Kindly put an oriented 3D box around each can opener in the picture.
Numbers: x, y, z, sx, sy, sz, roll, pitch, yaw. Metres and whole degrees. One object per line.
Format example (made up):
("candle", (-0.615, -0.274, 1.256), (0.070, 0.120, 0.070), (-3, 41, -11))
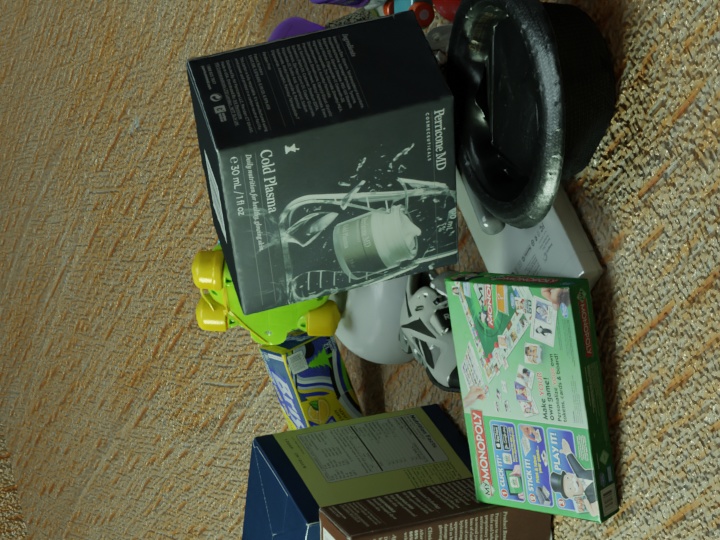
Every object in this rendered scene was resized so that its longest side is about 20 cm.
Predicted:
("can opener", (0.096, -0.119, 1.524), (0.067, 0.053, 0.201), (57, -167, -67))

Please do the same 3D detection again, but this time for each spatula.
("spatula", (0.000, -0.180, 1.665), (0.057, 0.199, 0.021), (-60, -12, -12))

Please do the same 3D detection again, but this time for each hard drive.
("hard drive", (0.136, -0.044, 1.532), (0.132, 0.027, 0.201), (116, 139, -51))

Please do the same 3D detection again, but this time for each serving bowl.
("serving bowl", (0.000, 0.000, 1.802), (0.200, 0.066, 0.201), (33, 127, 58))

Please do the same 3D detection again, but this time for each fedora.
("fedora", (0.143, -0.137, 1.406), (0.200, 0.091, 0.201), (168, 90, -68))

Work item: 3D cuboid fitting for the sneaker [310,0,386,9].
("sneaker", (-0.004, -0.285, 1.548), (0.200, 0.083, 0.081), (115, 141, -59))

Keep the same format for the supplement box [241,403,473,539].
("supplement box", (0.004, 0.257, 1.710), (0.134, 0.199, 0.201), (-128, 37, -48))

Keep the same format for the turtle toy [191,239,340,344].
("turtle toy", (-0.090, 0.009, 1.778), (0.200, 0.145, 0.101), (93, 180, -57))

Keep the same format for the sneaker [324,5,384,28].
("sneaker", (-0.029, -0.205, 1.769), (0.200, 0.088, 0.077), (126, 130, -58))

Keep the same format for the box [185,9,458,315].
("box", (-0.028, -0.089, 1.499), (0.200, 0.196, 0.124), (84, 168, -47))

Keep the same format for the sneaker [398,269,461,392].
("sneaker", (0.086, 0.050, 1.616), (0.200, 0.074, 0.089), (-146, 50, -59))

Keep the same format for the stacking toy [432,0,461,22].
("stacking toy", (0.081, -0.311, 1.522), (0.085, 0.085, 0.201), (23, 126, 62))

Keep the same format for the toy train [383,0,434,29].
("toy train", (0.037, -0.285, 1.648), (0.150, 0.055, 0.201), (121, 138, -57))

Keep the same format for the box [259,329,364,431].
("box", (-0.035, 0.161, 1.873), (0.070, 0.064, 0.201), (10, 121, 65))

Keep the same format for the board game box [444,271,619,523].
("board game box", (0.141, 0.103, 1.485), (0.134, 0.029, 0.201), (5, 109, 45))

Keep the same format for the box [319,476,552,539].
("box", (0.066, 0.246, 1.570), (0.075, 0.199, 0.101), (-146, 53, -62))
